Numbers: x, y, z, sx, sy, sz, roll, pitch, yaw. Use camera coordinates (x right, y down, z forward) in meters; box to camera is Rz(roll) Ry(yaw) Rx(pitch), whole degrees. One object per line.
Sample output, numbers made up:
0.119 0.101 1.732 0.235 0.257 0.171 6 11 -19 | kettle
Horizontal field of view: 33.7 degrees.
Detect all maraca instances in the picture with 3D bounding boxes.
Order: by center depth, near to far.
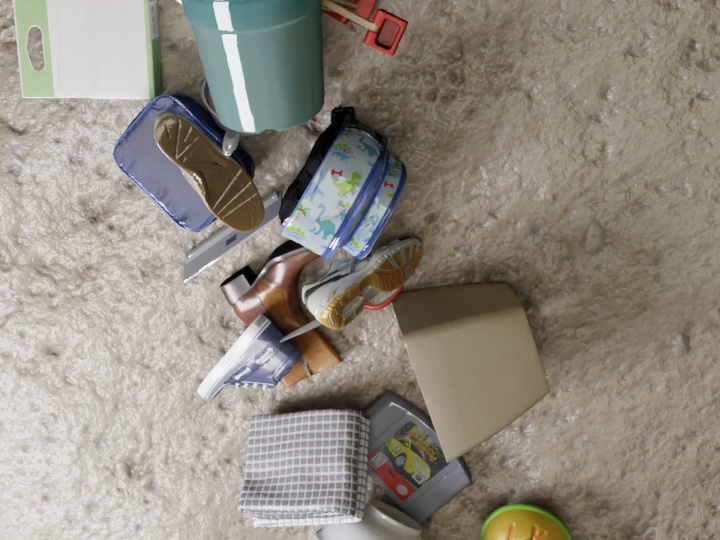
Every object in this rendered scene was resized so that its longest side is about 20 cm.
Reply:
0.276 0.443 1.854 0.200 0.107 0.137 42 115 -8 | maraca

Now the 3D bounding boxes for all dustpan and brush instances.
-0.162 -0.215 1.636 0.138 0.202 0.058 3 142 6 | dustpan and brush

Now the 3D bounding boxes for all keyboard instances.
-0.190 -0.050 1.757 0.199 0.057 0.011 -33 132 23 | keyboard

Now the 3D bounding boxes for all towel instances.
-0.089 0.298 1.806 0.198 0.086 0.168 -7 66 21 | towel

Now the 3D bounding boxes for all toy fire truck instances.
-0.032 -0.361 1.604 0.198 0.141 0.049 25 109 -2 | toy fire truck

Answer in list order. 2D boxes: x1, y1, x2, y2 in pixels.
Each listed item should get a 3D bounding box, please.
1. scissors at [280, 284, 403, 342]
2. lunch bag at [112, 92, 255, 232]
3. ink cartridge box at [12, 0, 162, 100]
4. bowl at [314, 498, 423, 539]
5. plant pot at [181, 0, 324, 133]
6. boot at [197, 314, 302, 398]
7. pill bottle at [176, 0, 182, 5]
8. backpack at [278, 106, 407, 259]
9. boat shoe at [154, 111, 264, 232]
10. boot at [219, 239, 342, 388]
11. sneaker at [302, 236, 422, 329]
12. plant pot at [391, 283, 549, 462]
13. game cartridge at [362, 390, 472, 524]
-0.024 0.061 1.748 0.199 0.014 0.073 -40 67 -17 | scissors
-0.241 -0.154 1.701 0.136 0.132 0.200 -43 98 9 | lunch bag
-0.389 -0.320 1.706 0.197 0.048 0.147 1 108 6 | ink cartridge box
0.035 0.417 1.839 0.200 0.201 0.091 29 91 -4 | bowl
-0.129 -0.296 1.531 0.197 0.201 0.198 -3 123 7 | plant pot
-0.170 0.156 1.800 0.090 0.073 0.200 42 132 -1 | boot
-0.188 -0.454 1.607 0.111 0.111 0.201 36 108 -6 | pill bottle
-0.022 -0.108 1.656 0.146 0.200 0.184 29 108 -4 | backpack
-0.203 -0.136 1.606 0.072 0.065 0.200 -42 116 3 | boat shoe
-0.089 0.064 1.790 0.187 0.069 0.201 -31 103 14 | boot
0.000 0.000 1.732 0.199 0.087 0.076 -33 134 -25 | sneaker
0.163 0.124 1.726 0.175 0.200 0.202 -20 105 2 | plant pot
0.075 0.290 1.864 0.133 0.041 0.200 -43 99 13 | game cartridge
